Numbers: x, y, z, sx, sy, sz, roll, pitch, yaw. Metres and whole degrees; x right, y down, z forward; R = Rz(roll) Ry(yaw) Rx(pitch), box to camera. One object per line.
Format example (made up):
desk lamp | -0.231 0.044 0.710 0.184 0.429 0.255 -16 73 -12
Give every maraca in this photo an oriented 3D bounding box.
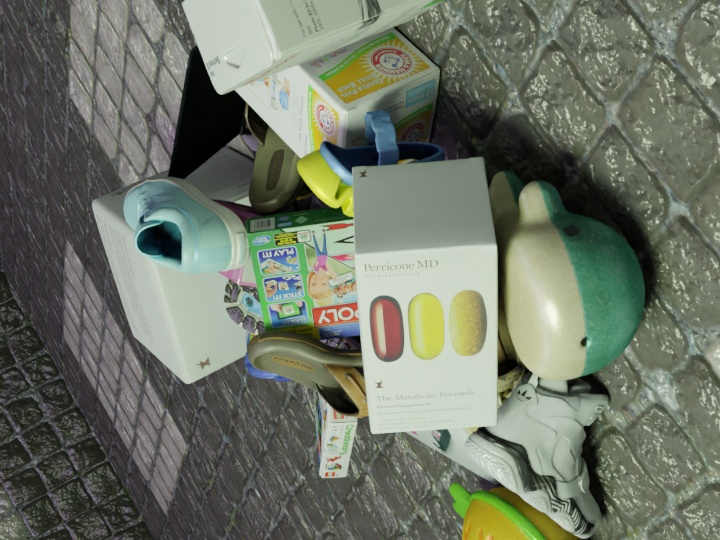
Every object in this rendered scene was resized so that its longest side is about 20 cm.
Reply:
maraca | 0.150 0.271 1.246 0.138 0.106 0.200 60 163 -14

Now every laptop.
laptop | -0.165 -0.223 1.299 0.201 0.114 0.188 64 149 34

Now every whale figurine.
whale figurine | 0.159 -0.005 0.999 0.201 0.102 0.161 -108 8 -56

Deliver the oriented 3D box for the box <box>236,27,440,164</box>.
box | -0.032 -0.182 1.155 0.200 0.112 0.102 47 149 31

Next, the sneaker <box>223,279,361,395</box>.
sneaker | -0.049 0.056 1.340 0.200 0.090 0.079 41 124 16

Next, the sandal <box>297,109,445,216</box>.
sandal | 0.047 -0.070 1.071 0.087 0.199 0.080 -53 35 18

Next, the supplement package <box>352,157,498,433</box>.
supplement package | 0.053 0.023 1.022 0.110 0.112 0.202 -92 -3 -48

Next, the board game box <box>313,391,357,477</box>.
board game box | -0.033 0.117 1.433 0.127 0.034 0.202 100 167 -54

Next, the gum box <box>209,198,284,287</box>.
gum box | -0.069 -0.019 1.284 0.113 0.198 0.067 23 101 54

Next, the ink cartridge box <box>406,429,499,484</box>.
ink cartridge box | 0.058 0.120 1.300 0.199 0.044 0.174 23 152 56

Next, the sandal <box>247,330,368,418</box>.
sandal | -0.014 0.108 1.198 0.082 0.197 0.055 118 165 -54

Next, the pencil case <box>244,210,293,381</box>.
pencil case | -0.092 0.034 1.451 0.087 0.077 0.203 -141 51 -62

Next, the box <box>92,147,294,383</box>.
box | -0.188 -0.012 1.530 0.171 0.198 0.201 30 139 53

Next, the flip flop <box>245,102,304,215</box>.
flip flop | -0.086 -0.153 1.253 0.080 0.057 0.203 -12 60 40

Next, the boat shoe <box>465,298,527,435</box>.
boat shoe | 0.116 0.079 1.163 0.062 0.073 0.202 22 132 59

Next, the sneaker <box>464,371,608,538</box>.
sneaker | 0.182 0.158 1.117 0.200 0.115 0.075 39 177 -42

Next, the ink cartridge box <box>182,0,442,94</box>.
ink cartridge box | -0.023 -0.222 0.993 0.146 0.198 0.085 -10 105 64

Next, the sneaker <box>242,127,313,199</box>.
sneaker | -0.059 -0.115 1.343 0.200 0.074 0.085 34 150 62

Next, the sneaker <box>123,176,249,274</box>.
sneaker | -0.192 -0.046 1.216 0.199 0.081 0.075 18 110 49

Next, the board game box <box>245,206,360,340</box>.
board game box | 0.000 0.000 1.186 0.029 0.197 0.136 -97 -1 -55
